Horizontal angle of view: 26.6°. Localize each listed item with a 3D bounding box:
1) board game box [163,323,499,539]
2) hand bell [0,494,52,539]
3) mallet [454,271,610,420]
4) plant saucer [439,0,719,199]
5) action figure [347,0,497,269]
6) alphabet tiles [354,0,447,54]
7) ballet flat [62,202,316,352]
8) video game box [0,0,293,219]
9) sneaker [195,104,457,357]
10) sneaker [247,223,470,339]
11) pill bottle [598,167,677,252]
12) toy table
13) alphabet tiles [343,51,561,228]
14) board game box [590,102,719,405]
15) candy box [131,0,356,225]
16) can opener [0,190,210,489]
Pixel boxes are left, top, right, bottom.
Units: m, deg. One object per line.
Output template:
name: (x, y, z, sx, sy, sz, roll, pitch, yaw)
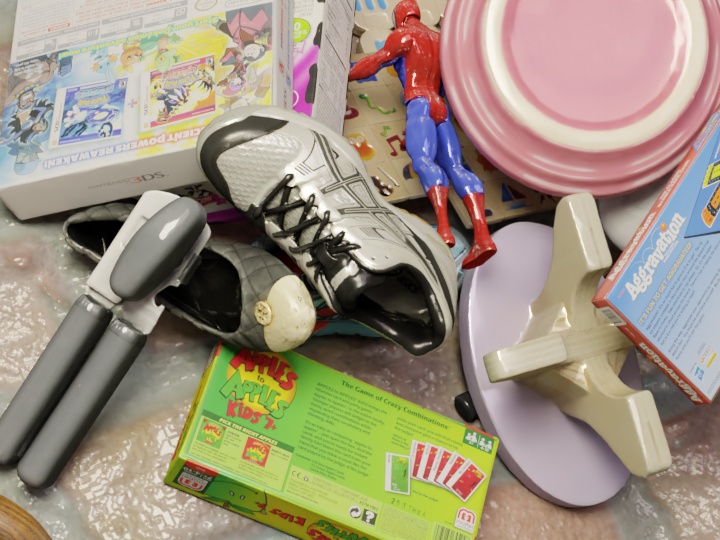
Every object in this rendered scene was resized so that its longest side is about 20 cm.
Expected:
board game box: (-0.017, 0.124, 0.992, 0.199, 0.048, 0.102, 24, 56, -9)
hand bell: (-0.257, 0.119, 0.887, 0.199, 0.104, 0.105, 38, 54, -13)
mallet: (0.155, 0.064, 1.106, 0.199, 0.041, 0.066, -35, 82, -28)
plant saucer: (0.153, -0.150, 1.020, 0.198, 0.051, 0.203, 0, 85, -1)
action figure: (0.031, -0.091, 1.064, 0.065, 0.099, 0.202, 10, 62, -38)
alphabet tiles: (0.082, -0.197, 1.231, 0.198, 0.015, 0.197, -9, 67, -26)
ballet flat: (-0.110, 0.007, 0.965, 0.199, 0.067, 0.057, 20, 16, 34)
video game box: (-0.141, -0.136, 1.020, 0.198, 0.047, 0.184, -10, 55, 15)
sneaker: (-0.014, -0.023, 0.926, 0.199, 0.076, 0.088, 34, 26, -20)
sneaker: (0.000, 0.000, 1.037, 0.198, 0.096, 0.080, -12, 67, -28)
pill bottle: (0.268, -0.025, 1.117, 0.199, 0.112, 0.113, 32, 48, -41)
toy table: (0.150, 0.054, 1.028, 0.183, 0.117, 0.201, -25, 86, -22)
alphabet tiles: (0.068, -0.104, 1.141, 0.199, 0.008, 0.168, -13, 62, -31)
board game box: (0.237, -0.023, 0.997, 0.103, 0.019, 0.201, 43, 67, -15)
candy box: (-0.080, -0.133, 1.061, 0.135, 0.061, 0.202, -7, 57, 18)
can opener: (-0.161, 0.037, 0.921, 0.052, 0.066, 0.201, 32, 91, 15)
